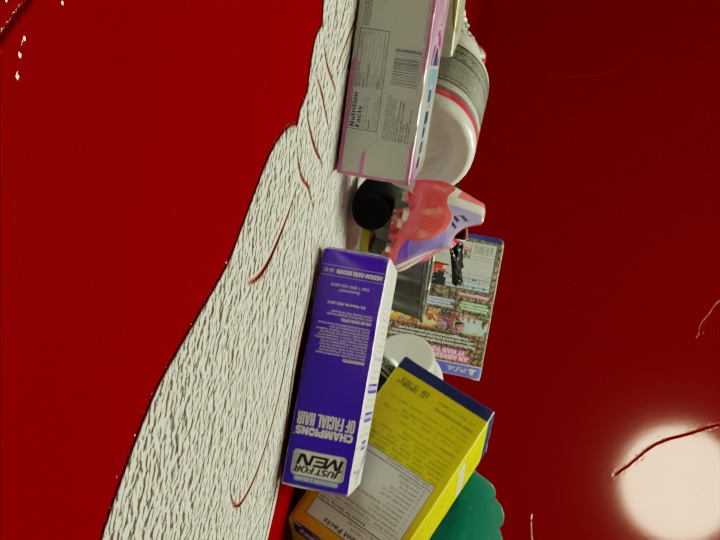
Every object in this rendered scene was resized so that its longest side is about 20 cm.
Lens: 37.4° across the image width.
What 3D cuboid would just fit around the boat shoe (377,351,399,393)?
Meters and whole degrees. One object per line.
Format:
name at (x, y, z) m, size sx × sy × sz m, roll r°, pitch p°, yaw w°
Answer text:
boat shoe at (0.000, 0.139, 1.153) m, size 0.064 × 0.070 × 0.200 m, roll -54°, pitch 168°, yaw -19°

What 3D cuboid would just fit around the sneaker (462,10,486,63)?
sneaker at (0.120, -0.298, 1.374) m, size 0.070 × 0.092 × 0.203 m, roll 79°, pitch 22°, yaw -72°

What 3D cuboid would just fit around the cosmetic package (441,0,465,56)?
cosmetic package at (0.075, -0.328, 1.048) m, size 0.104 × 0.072 × 0.202 m, roll -70°, pitch 167°, yaw -55°

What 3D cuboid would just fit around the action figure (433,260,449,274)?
action figure at (0.085, -0.075, 1.411) m, size 0.066 × 0.098 × 0.202 m, roll -69°, pitch 170°, yaw -55°

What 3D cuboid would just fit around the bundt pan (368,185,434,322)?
bundt pan at (0.052, -0.046, 1.232) m, size 0.202 × 0.075 × 0.205 m, roll 9°, pitch 90°, yaw -85°

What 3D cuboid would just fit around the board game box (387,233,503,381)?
board game box at (0.117, 0.042, 1.566) m, size 0.097 × 0.157 × 0.203 m, roll -33°, pitch 134°, yaw -81°

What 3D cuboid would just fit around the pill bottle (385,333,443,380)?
pill bottle at (0.058, 0.182, 1.479) m, size 0.202 × 0.108 × 0.110 m, roll 92°, pitch 10°, yaw -47°

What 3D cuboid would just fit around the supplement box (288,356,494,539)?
supplement box at (0.032, 0.208, 1.040) m, size 0.201 × 0.108 × 0.110 m, roll -51°, pitch 160°, yaw -24°

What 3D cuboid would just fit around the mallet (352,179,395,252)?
mallet at (0.000, 0.000, 1.075) m, size 0.066 × 0.041 × 0.202 m, roll -73°, pitch 175°, yaw -60°

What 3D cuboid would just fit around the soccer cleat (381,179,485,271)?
soccer cleat at (0.066, -0.036, 1.042) m, size 0.200 × 0.075 × 0.068 m, roll 113°, pitch -8°, yaw -74°

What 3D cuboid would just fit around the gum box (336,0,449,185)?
gum box at (0.032, -0.173, 0.926) m, size 0.114 × 0.065 × 0.203 m, roll -47°, pitch 146°, yaw -75°

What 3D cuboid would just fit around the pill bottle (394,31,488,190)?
pill bottle at (0.078, -0.179, 1.124) m, size 0.201 × 0.109 × 0.112 m, roll -71°, pitch 169°, yaw -52°

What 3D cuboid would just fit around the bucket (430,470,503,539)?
bucket at (0.075, 0.331, 1.402) m, size 0.135 × 0.204 × 0.210 m, roll -161°, pitch -100°, yaw -70°

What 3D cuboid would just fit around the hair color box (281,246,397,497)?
hair color box at (-0.016, 0.088, 0.933) m, size 0.109 × 0.064 × 0.203 m, roll 50°, pitch 49°, yaw -82°

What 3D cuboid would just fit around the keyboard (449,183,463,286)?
keyboard at (0.124, -0.047, 1.385) m, size 0.201 × 0.020 × 0.129 m, roll 76°, pitch 12°, yaw -59°
